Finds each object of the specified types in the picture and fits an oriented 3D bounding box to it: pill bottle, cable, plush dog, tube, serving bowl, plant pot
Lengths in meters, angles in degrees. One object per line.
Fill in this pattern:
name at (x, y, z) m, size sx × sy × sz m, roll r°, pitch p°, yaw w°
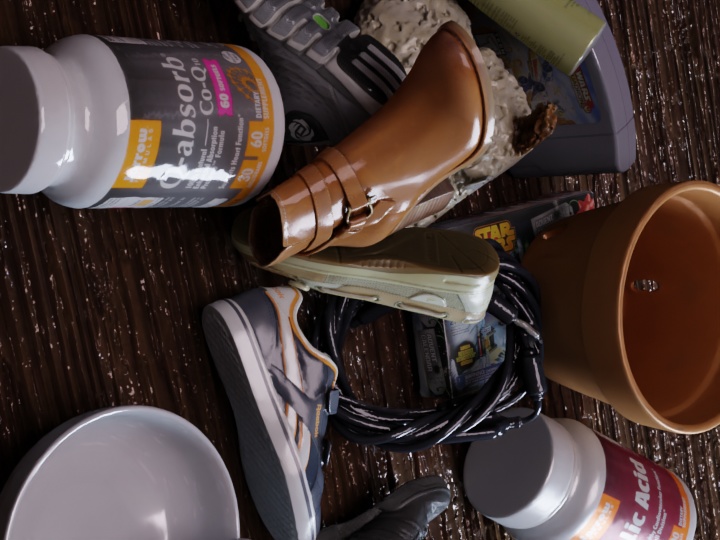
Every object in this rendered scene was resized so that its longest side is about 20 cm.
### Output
pill bottle at (0.186, 0.192, 1.648) m, size 0.200 × 0.114 × 0.115 m, roll 28°, pitch 73°, yaw -41°
cable at (0.050, 0.057, 1.505) m, size 0.199 × 0.051 × 0.164 m, roll -3°, pitch 100°, yaw -13°
plush dog at (0.057, -0.144, 1.507) m, size 0.200 × 0.160 × 0.172 m, roll -35°, pitch 89°, yaw -39°
tube at (0.096, -0.227, 1.499) m, size 0.200 × 0.058 × 0.052 m, roll 35°, pitch 53°, yaw 4°
pill bottle at (-0.158, -0.099, 1.307) m, size 0.199 × 0.116 × 0.117 m, roll -3°, pitch 94°, yaw -44°
serving bowl at (-0.178, 0.189, 1.336) m, size 0.200 × 0.066 × 0.201 m, roll -3°, pitch 94°, yaw -43°
plant pot at (0.219, 0.028, 1.578) m, size 0.200 × 0.140 × 0.201 m, roll -2°, pitch 93°, yaw -44°

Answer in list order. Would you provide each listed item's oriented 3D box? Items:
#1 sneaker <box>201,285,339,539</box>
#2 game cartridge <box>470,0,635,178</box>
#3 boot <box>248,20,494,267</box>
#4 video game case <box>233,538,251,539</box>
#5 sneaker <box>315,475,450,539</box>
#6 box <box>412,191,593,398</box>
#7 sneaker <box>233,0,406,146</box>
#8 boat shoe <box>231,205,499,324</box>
sneaker at (-0.051, 0.107, 1.440) m, size 0.079 × 0.078 × 0.201 m, roll -22°, pitch 106°, yaw -28°
game cartridge at (0.149, -0.167, 1.583) m, size 0.042 × 0.133 × 0.201 m, roll -40°, pitch 117°, yaw -35°
boot at (0.004, -0.077, 1.338) m, size 0.154 × 0.074 × 0.200 m, roll -20°, pitch 148°, yaw -25°
video game case at (-0.127, 0.307, 1.328) m, size 0.200 × 0.023 × 0.183 m, roll -26°, pitch 108°, yaw -40°
sneaker at (0.013, 0.239, 1.494) m, size 0.199 × 0.060 × 0.104 m, roll -22°, pitch 64°, yaw -35°
box at (0.124, 0.017, 1.622) m, size 0.200 × 0.040 × 0.138 m, roll -16°, pitch 102°, yaw -42°
sneaker at (-0.067, -0.159, 1.422) m, size 0.200 × 0.116 × 0.075 m, roll 46°, pitch 42°, yaw 6°
boat shoe at (0.001, -0.001, 1.450) m, size 0.073 × 0.200 × 0.063 m, roll -90°, pitch -171°, yaw -51°
